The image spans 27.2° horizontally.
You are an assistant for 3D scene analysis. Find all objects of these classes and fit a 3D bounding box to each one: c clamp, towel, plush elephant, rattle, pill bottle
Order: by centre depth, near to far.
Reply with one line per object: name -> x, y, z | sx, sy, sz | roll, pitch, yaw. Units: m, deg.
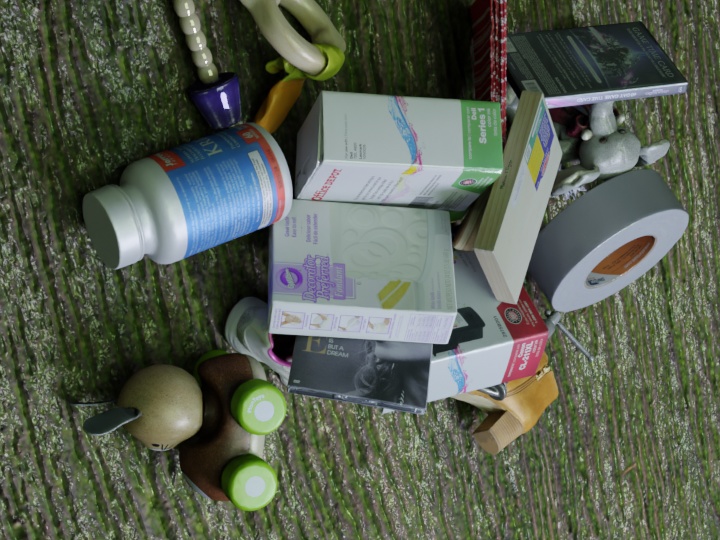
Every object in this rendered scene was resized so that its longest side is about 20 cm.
pill bottle -> -0.179, -0.073, 1.538 | 0.199, 0.112, 0.113 | -23, 112, -29
rattle -> -0.120, -0.264, 1.587 | 0.200, 0.143, 0.131 | 41, 45, -17
towel -> 0.143, -0.218, 1.689 | 0.022, 0.145, 0.202 | 1, 87, -5
c clamp -> 0.177, 0.087, 1.781 | 0.171, 0.027, 0.200 | 48, 48, 6
plush elephant -> 0.272, -0.167, 1.788 | 0.164, 0.155, 0.201 | -27, 114, -26

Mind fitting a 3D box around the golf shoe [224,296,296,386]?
golf shoe -> -0.060, 0.100, 1.668 | 0.199, 0.091, 0.076 | 29, 82, -36

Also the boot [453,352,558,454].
boot -> 0.160, 0.111, 1.839 | 0.144, 0.071, 0.202 | -42, 108, -37

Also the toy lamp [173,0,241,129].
toy lamp -> -0.171, -0.243, 1.541 | 0.058, 0.058, 0.201 | -30, 116, -24

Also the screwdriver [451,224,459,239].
screwdriver -> 0.136, -0.058, 1.804 | 0.199, 0.028, 0.029 | -34, 147, -27

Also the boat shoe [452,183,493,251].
boat shoe -> 0.166, -0.070, 1.729 | 0.071, 0.064, 0.200 | -60, 173, 36

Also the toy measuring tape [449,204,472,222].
toy measuring tape -> 0.070, -0.086, 1.719 | 0.199, 0.073, 0.074 | -9, 105, -36

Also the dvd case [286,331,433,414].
dvd case -> 0.007, 0.059, 1.612 | 0.148, 0.201, 0.016 | 9, 140, -1

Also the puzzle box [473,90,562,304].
puzzle box -> 0.176, -0.080, 1.646 | 0.133, 0.025, 0.201 | 58, 47, -58

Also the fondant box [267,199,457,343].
fondant box -> 0.000, 0.000, 1.611 | 0.198, 0.145, 0.058 | 3, 141, -6

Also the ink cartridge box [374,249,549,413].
ink cartridge box -> 0.090, 0.063, 1.689 | 0.199, 0.146, 0.083 | -12, 143, -20

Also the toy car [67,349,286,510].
toy car -> -0.201, 0.162, 1.554 | 0.199, 0.164, 0.159 | 4, 98, -24

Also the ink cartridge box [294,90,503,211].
ink cartridge box -> 0.038, -0.127, 1.607 | 0.198, 0.145, 0.085 | 2, 75, -13

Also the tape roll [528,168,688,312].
tape roll -> 0.301, -0.035, 1.819 | 0.199, 0.066, 0.201 | -26, 156, -12

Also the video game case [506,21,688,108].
video game case -> 0.264, -0.242, 1.747 | 0.198, 0.143, 0.019 | -7, 131, -13
